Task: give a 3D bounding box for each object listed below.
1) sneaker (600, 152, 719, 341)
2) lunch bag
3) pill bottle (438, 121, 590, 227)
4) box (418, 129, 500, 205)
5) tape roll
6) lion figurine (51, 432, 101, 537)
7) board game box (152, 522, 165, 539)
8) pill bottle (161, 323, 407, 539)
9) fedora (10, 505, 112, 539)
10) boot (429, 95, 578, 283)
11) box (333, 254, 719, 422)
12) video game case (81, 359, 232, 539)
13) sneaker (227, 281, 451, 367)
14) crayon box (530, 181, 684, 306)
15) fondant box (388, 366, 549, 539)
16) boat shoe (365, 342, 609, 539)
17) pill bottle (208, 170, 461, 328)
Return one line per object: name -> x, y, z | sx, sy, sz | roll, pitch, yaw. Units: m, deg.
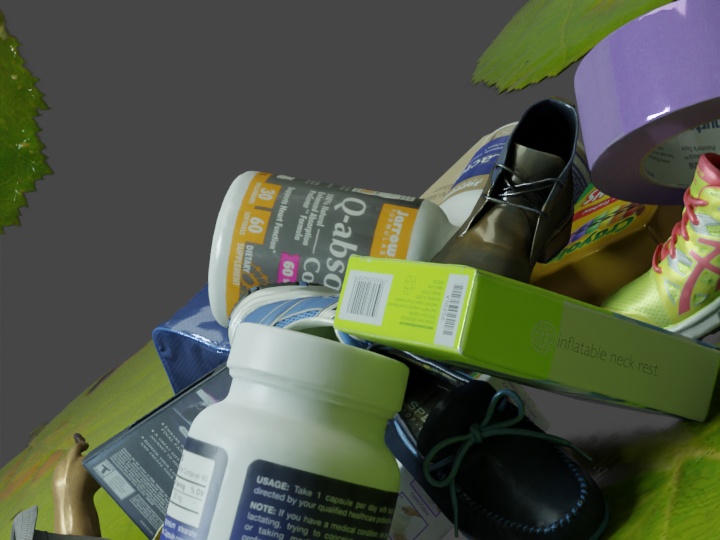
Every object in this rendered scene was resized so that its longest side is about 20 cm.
sneaker -> 0.216, -0.026, 0.855 | 0.199, 0.091, 0.078 | -35, 12, 29
lunch bag -> -0.046, 0.069, 1.131 | 0.198, 0.137, 0.132 | 18, 50, 33
pill bottle -> 0.117, -0.030, 1.146 | 0.115, 0.116, 0.200 | -31, 13, 35
box -> 0.099, -0.047, 1.382 | 0.200, 0.078, 0.095 | -44, 12, -23
tape roll -> 0.234, -0.104, 0.875 | 0.197, 0.067, 0.200 | -7, -16, -2
lion figurine -> -0.243, 0.224, 1.241 | 0.072, 0.202, 0.123 | -18, -20, 0
board game box -> -0.113, 0.214, 0.856 | 0.095, 0.030, 0.201 | -8, -47, -47
pill bottle -> -0.044, 0.136, 0.740 | 0.116, 0.114, 0.203 | 176, 109, -72
fedora -> -0.208, 0.264, 1.029 | 0.089, 0.179, 0.200 | 1, 23, -15
boot -> 0.084, -0.032, 0.884 | 0.200, 0.074, 0.098 | -48, -30, -51
box -> 0.099, 0.039, 0.776 | 0.121, 0.198, 0.048 | 7, 81, 57
video game case -> -0.095, 0.149, 1.055 | 0.199, 0.143, 0.019 | -33, 13, 28
sneaker -> 0.014, 0.046, 0.919 | 0.197, 0.077, 0.077 | -9, 23, -2
crayon box -> 0.197, -0.028, 1.038 | 0.126, 0.051, 0.200 | -29, 16, 44
fondant box -> 0.012, 0.146, 0.936 | 0.200, 0.058, 0.144 | -44, 12, -18
boat shoe -> 0.054, 0.099, 0.802 | 0.084, 0.069, 0.199 | -42, 34, -20
pill bottle -> 0.000, 0.000, 1.014 | 0.197, 0.118, 0.117 | 9, 24, 9
